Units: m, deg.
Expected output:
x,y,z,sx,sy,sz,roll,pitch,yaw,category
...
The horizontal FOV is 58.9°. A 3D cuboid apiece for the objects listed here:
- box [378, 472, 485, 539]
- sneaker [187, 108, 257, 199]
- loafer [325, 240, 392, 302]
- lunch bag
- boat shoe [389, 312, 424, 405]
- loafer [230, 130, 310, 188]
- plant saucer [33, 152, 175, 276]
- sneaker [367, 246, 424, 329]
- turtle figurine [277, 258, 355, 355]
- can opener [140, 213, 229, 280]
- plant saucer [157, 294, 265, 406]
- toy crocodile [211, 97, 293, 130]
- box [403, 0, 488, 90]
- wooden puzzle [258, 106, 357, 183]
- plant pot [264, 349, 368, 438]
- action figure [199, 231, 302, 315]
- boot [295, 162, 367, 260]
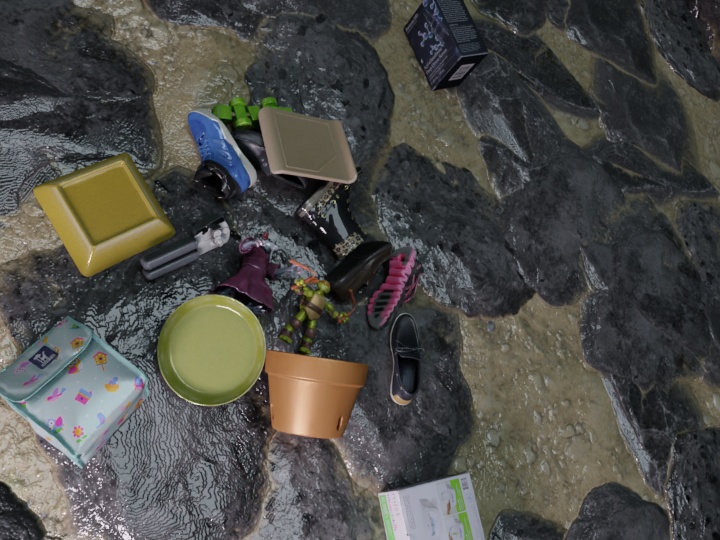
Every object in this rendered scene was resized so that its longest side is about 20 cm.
x,y,z,sx,sy,sz,roll,pitch,yaw,category
0.146,0.518,1.247,0.173,0.097,0.204,-5,73,-27,box
-0.315,-0.239,1.328,0.201,0.076,0.111,53,48,-7,sneaker
0.000,0.000,1.408,0.199,0.072,0.072,-38,123,-34,loafer
-0.477,0.191,1.053,0.199,0.122,0.171,40,60,3,lunch bag
0.102,0.186,1.379,0.073,0.062,0.204,14,63,-19,boat shoe
-0.197,-0.242,1.394,0.198,0.068,0.071,23,53,-21,loafer
-0.482,-0.120,1.216,0.198,0.048,0.202,-31,86,-32,plant saucer
0.087,0.051,1.423,0.095,0.078,0.202,46,64,-42,sneaker
-0.107,0.077,1.294,0.199,0.064,0.163,40,73,-39,turtle figurine
-0.344,-0.046,1.262,0.066,0.053,0.199,33,50,30,can opener
-0.275,0.147,1.189,0.196,0.031,0.205,1,86,-9,plant saucer
-0.236,-0.342,1.426,0.197,0.062,0.069,-10,74,-34,toy crocodile
0.226,-0.617,1.709,0.106,0.148,0.203,-17,78,-31,box
-0.117,-0.269,1.394,0.197,0.037,0.188,1,56,-28,wooden puzzle
-0.089,0.232,1.200,0.197,0.199,0.143,11,82,-22,plant pot
-0.214,0.008,1.288,0.134,0.147,0.202,48,33,-32,action figure
-0.034,-0.134,1.436,0.154,0.073,0.203,50,57,-6,boot
